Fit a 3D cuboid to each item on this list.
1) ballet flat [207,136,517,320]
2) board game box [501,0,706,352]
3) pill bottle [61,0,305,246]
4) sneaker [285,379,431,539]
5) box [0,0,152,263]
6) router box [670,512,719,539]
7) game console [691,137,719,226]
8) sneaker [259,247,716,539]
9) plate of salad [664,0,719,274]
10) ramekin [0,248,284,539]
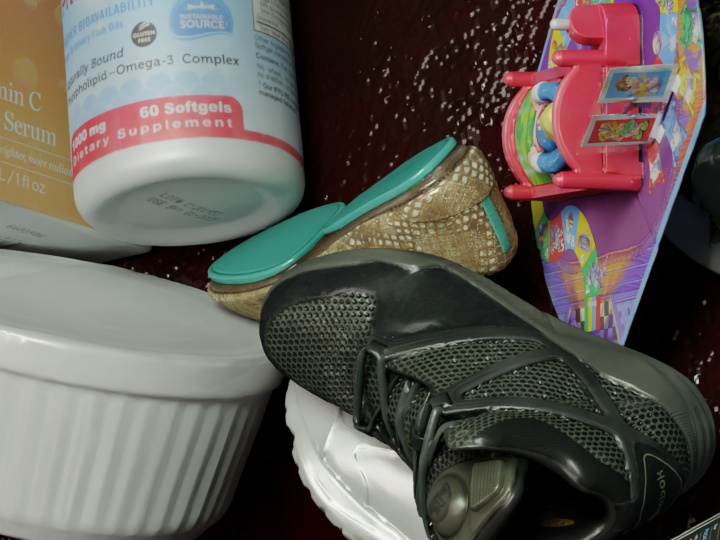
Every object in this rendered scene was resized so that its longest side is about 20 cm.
[{"bbox_3d":[0.000,0.000,1.211,0.065,0.070,0.200,53,149,-10],"label":"ballet flat"},{"bbox_3d":[0.083,-0.064,1.114,0.159,0.039,0.201,-106,23,-45],"label":"board game box"},{"bbox_3d":[-0.086,-0.121,1.289,0.108,0.108,0.201,-19,68,34],"label":"pill bottle"},{"bbox_3d":[0.048,0.097,1.162,0.099,0.078,0.200,-45,63,12],"label":"sneaker"},{"bbox_3d":[-0.187,-0.111,1.338,0.106,0.152,0.201,-13,72,36],"label":"box"},{"bbox_3d":[0.206,0.147,0.939,0.150,0.200,0.062,-34,23,27],"label":"router box"},{"bbox_3d":[0.230,0.031,1.002,0.199,0.171,0.119,-11,46,36],"label":"game console"},{"bbox_3d":[0.030,0.056,1.089,0.199,0.114,0.077,24,124,23],"label":"sneaker"},{"bbox_3d":[0.180,-0.093,1.112,0.199,0.048,0.201,-10,74,36],"label":"plate of salad"},{"bbox_3d":[-0.137,0.056,1.237,0.202,0.202,0.095,20,102,39],"label":"ramekin"}]
